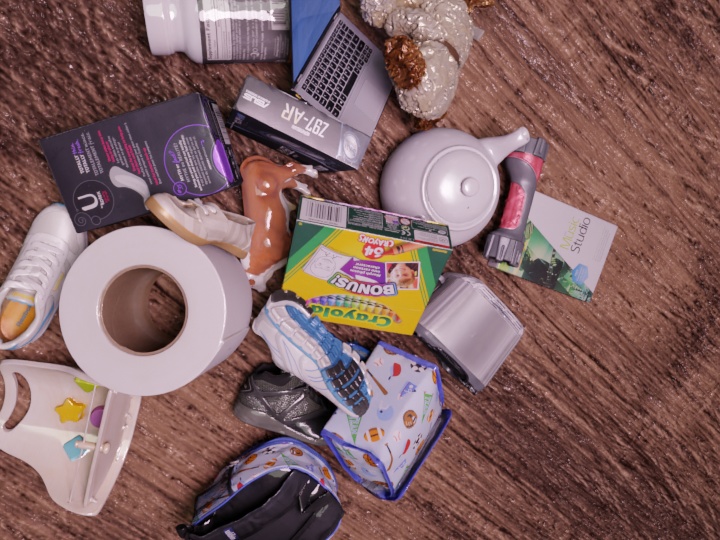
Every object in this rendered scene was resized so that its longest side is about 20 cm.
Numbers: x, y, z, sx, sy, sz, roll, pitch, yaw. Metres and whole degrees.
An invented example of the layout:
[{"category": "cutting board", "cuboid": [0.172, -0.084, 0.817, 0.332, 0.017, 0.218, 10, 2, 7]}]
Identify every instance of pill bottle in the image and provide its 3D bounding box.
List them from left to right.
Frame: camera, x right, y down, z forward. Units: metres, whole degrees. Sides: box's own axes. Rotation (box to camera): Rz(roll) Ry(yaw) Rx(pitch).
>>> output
[{"category": "pill bottle", "cuboid": [-0.173, -0.331, 0.730, 0.200, 0.116, 0.117, -6, 99, -14]}]

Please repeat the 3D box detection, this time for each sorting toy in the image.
[{"category": "sorting toy", "cuboid": [-0.403, 0.196, 0.753, 0.180, 0.107, 0.200, 17, 104, -5]}]

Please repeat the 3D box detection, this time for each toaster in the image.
[{"category": "toaster", "cuboid": [0.167, 0.096, 0.891, 0.200, 0.114, 0.129, 44, 82, -15]}]

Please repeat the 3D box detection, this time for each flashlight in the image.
[{"category": "flashlight", "cuboid": [0.240, -0.111, 0.885, 0.068, 0.068, 0.200, 18, 89, -60]}]

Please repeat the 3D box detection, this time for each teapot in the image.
[{"category": "teapot", "cuboid": [0.128, -0.119, 0.831, 0.197, 0.146, 0.200, 4, 98, -16]}]

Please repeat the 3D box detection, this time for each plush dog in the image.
[{"category": "plush dog", "cuboid": [0.093, -0.282, 0.747, 0.200, 0.160, 0.172, 37, 59, -58]}]

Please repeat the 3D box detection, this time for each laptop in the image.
[{"category": "laptop", "cuboid": [-0.009, -0.302, 0.732, 0.200, 0.116, 0.187, 36, 55, -23]}]

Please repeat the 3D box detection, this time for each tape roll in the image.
[{"category": "tape roll", "cuboid": [-0.252, 0.046, 0.720, 0.202, 0.139, 0.203, 0, 91, 1]}]

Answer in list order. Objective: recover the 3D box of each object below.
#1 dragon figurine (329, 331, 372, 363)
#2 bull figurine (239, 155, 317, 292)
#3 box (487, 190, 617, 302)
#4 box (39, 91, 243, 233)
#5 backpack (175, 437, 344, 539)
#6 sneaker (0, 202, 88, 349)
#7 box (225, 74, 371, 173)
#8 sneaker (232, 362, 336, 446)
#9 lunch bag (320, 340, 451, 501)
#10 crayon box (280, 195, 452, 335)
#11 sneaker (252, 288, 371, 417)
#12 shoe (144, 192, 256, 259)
[{"category": "dragon figurine", "cuboid": [-0.022, 0.133, 0.847, 0.200, 0.099, 0.059, 30, 89, -18]}, {"category": "bull figurine", "cuboid": [-0.122, -0.064, 0.810, 0.121, 0.065, 0.200, -6, 105, -22]}, {"category": "box", "cuboid": [0.330, -0.043, 0.958, 0.200, 0.036, 0.145, 18, 92, -16]}, {"category": "box", "cuboid": [-0.269, -0.136, 0.714, 0.200, 0.106, 0.122, -16, 102, 0]}, {"category": "backpack", "cuboid": [-0.124, 0.343, 0.816, 0.190, 0.154, 0.200, -37, 114, 10]}, {"category": "sneaker", "cuboid": [-0.415, 0.009, 0.726, 0.076, 0.081, 0.200, 20, 91, -16]}, {"category": "box", "cuboid": [-0.090, -0.182, 0.731, 0.160, 0.200, 0.044, 23, 91, -19]}, {"category": "sneaker", "cuboid": [-0.081, 0.194, 0.851, 0.199, 0.076, 0.114, 22, 99, -13]}, {"category": "lunch bag", "cuboid": [0.049, 0.236, 0.835, 0.170, 0.124, 0.200, -52, 148, -27]}, {"category": "crayon box", "cuboid": [0.000, 0.000, 0.758, 0.200, 0.058, 0.173, 10, 132, -8]}, {"category": "sneaker", "cuboid": [-0.068, 0.121, 0.756, 0.200, 0.075, 0.087, 50, 124, 1]}, {"category": "shoe", "cuboid": [-0.186, -0.062, 0.684, 0.070, 0.200, 0.053, 38, 92, 18]}]
